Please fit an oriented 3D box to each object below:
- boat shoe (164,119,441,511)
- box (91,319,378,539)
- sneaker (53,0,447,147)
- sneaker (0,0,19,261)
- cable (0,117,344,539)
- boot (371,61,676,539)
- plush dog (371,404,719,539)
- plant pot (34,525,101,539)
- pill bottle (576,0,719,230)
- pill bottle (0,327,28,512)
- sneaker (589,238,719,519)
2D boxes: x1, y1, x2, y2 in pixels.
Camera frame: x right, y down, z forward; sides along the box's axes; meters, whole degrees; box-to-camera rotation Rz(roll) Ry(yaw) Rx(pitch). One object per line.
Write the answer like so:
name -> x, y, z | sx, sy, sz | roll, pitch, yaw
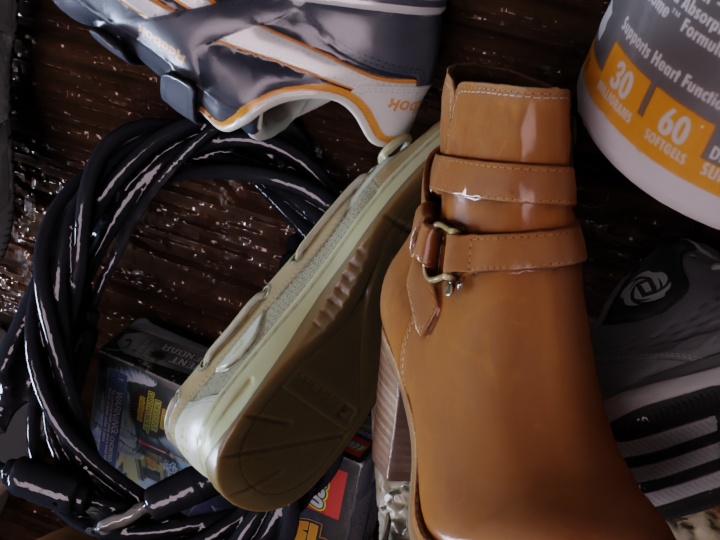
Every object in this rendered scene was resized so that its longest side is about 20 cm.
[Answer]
boat shoe -> 0.001, 0.002, 0.767 | 0.073, 0.201, 0.063 | 40, 177, -40
box -> -0.068, 0.138, 0.916 | 0.136, 0.040, 0.201 | 21, 121, 18
sneaker -> -0.064, -0.098, 0.786 | 0.199, 0.078, 0.080 | 13, 106, 21
sneaker -> -0.204, -0.097, 0.850 | 0.104, 0.060, 0.201 | -2, 113, -18
cable -> -0.070, 0.028, 0.823 | 0.163, 0.051, 0.201 | 28, 93, 21
boot -> 0.055, 0.016, 0.644 | 0.200, 0.073, 0.155 | -146, 62, -62
plush dog -> 0.095, 0.134, 0.787 | 0.171, 0.161, 0.201 | -4, 115, 2
plant pot -> -0.129, 0.201, 0.860 | 0.199, 0.140, 0.201 | 12, 119, 23
pill bottle -> 0.157, -0.118, 0.637 | 0.116, 0.116, 0.201 | 30, 124, 13
pill bottle -> -0.245, 0.109, 0.963 | 0.114, 0.114, 0.200 | 49, 126, 0
sneaker -> 0.167, 0.017, 0.722 | 0.199, 0.116, 0.075 | -12, 124, -5
